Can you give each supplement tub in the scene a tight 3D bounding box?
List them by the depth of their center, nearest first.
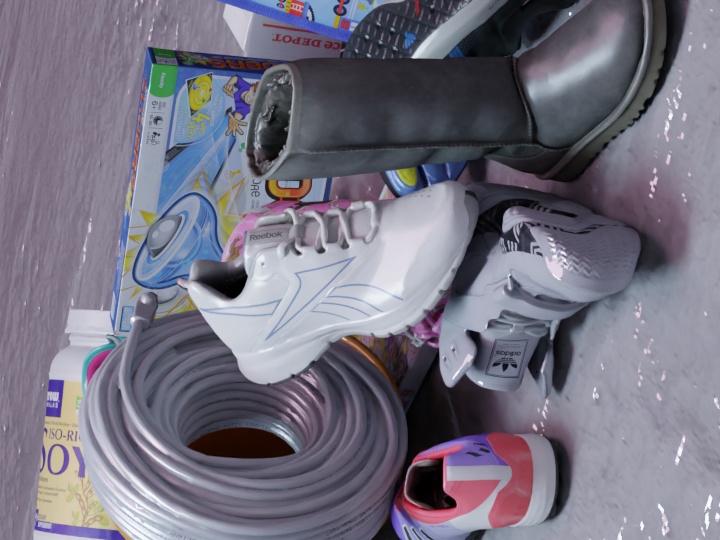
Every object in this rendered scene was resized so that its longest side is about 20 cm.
[{"bbox_3d":[-0.185,0.137,2.032,0.145,0.145,0.201,174,101,-69],"label":"supplement tub"}]

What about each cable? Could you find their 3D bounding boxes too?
[{"bbox_3d":[-0.072,0.104,1.520,0.200,0.199,0.069,-58,-17,-49],"label":"cable"}]

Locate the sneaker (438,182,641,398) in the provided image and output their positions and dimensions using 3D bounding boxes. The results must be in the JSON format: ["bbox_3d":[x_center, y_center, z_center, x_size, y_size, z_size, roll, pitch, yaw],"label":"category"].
[{"bbox_3d":[0.098,0.020,1.413,0.200,0.075,0.116,-142,60,-72],"label":"sneaker"}]

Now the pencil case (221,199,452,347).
[{"bbox_3d":[0.000,0.000,1.583,0.199,0.086,0.083,4,117,48],"label":"pencil case"}]

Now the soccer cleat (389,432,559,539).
[{"bbox_3d":[0.049,0.130,1.505,0.200,0.073,0.069,154,119,-67],"label":"soccer cleat"}]

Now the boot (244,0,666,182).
[{"bbox_3d":[0.051,-0.105,1.391,0.182,0.199,0.073,120,149,-47],"label":"boot"}]

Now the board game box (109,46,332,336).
[{"bbox_3d":[-0.090,-0.047,1.698,0.034,0.135,0.201,-114,30,-62],"label":"board game box"}]

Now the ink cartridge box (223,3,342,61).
[{"bbox_3d":[-0.024,-0.210,1.747,0.068,0.116,0.201,-120,42,-57],"label":"ink cartridge box"}]

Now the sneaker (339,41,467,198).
[{"bbox_3d":[0.028,-0.098,1.659,0.200,0.070,0.083,-111,21,-55],"label":"sneaker"}]

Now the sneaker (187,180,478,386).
[{"bbox_3d":[-0.018,-0.001,1.452,0.200,0.087,0.075,-29,33,30],"label":"sneaker"}]

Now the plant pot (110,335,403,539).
[{"bbox_3d":[-0.072,0.160,1.659,0.201,0.199,0.184,-106,12,-46],"label":"plant pot"}]

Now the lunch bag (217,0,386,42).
[{"bbox_3d":[-0.021,-0.233,1.610,0.094,0.199,0.151,-96,22,-58],"label":"lunch bag"}]

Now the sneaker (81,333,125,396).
[{"bbox_3d":[-0.144,0.071,1.823,0.200,0.120,0.084,-120,30,-68],"label":"sneaker"}]

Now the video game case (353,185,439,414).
[{"bbox_3d":[0.011,0.045,1.714,0.144,0.018,0.200,-104,28,-43],"label":"video game case"}]

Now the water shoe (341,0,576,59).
[{"bbox_3d":[0.059,-0.139,1.540,0.200,0.079,0.072,-36,48,51],"label":"water shoe"}]
